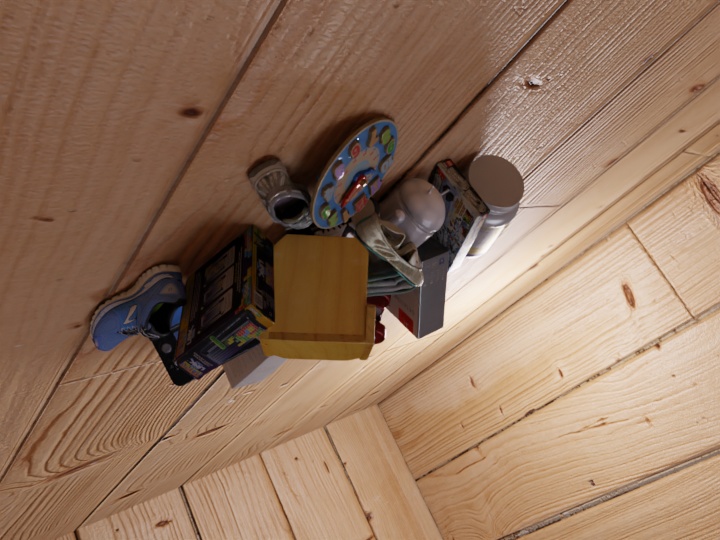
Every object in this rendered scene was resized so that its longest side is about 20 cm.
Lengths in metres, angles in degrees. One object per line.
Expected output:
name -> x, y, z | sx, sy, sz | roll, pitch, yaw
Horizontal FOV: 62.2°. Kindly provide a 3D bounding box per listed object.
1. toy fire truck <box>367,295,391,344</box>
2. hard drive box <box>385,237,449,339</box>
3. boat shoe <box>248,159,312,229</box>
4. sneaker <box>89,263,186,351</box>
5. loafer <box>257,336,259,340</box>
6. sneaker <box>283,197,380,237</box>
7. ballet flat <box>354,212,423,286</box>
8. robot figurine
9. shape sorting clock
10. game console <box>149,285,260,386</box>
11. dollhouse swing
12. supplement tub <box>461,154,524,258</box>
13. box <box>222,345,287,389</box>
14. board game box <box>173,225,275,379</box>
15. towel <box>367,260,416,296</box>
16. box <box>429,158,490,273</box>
toy fire truck -> -0.034, 0.094, 1.285 | 0.164, 0.115, 0.200 | 21, 146, -15
hard drive box -> 0.115, 0.018, 1.308 | 0.075, 0.156, 0.204 | -20, 128, -25
boat shoe -> -0.112, -0.100, 0.922 | 0.073, 0.066, 0.202 | -29, 162, 0
sneaker -> -0.359, 0.078, 0.966 | 0.198, 0.091, 0.078 | -36, 159, 18
loafer -> -0.150, 0.051, 1.178 | 0.201, 0.068, 0.071 | -58, 141, -42
sneaker -> -0.052, -0.073, 1.077 | 0.197, 0.075, 0.080 | -31, 159, -1
ballet flat -> 0.070, -0.036, 1.085 | 0.062, 0.068, 0.199 | -39, 131, 18
robot figurine -> 0.085, -0.097, 1.156 | 0.199, 0.114, 0.169 | -40, 173, 28
shape sorting clock -> -0.006, -0.148, 0.939 | 0.200, 0.039, 0.201 | -46, 166, -15
game console -> -0.299, 0.110, 1.112 | 0.196, 0.174, 0.118 | -27, -172, -7
dollhouse swing -> -0.076, 0.054, 1.075 | 0.194, 0.181, 0.182 | 2, 160, -4
supplement tub -> 0.250, -0.133, 1.267 | 0.143, 0.148, 0.201 | -22, 160, -21
box -> -0.219, 0.151, 1.317 | 0.199, 0.126, 0.096 | -40, 159, 31
board game box -> -0.212, 0.046, 0.947 | 0.164, 0.202, 0.057 | -36, 125, 19
towel -> 0.000, 0.000, 1.201 | 0.196, 0.170, 0.049 | -2, 111, -39
box -> 0.179, -0.106, 1.213 | 0.039, 0.138, 0.202 | -24, 156, -23
